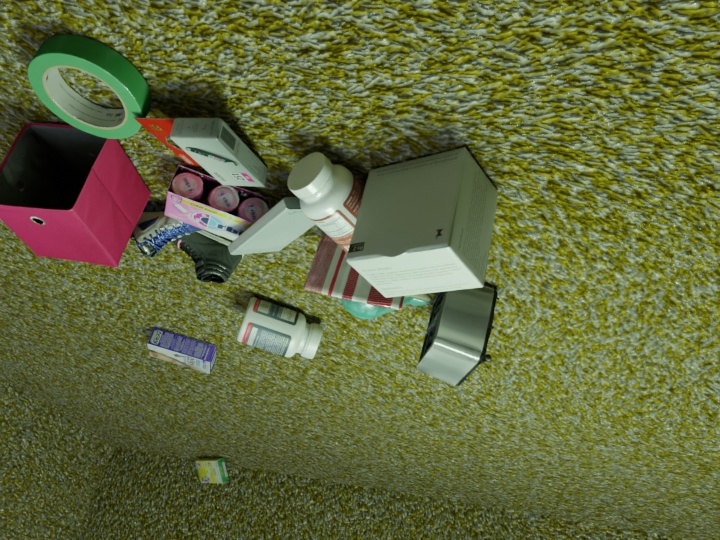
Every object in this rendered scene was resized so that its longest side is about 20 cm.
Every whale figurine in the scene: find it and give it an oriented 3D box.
[{"bbox_3d":[0.047,0.055,1.514,0.200,0.104,0.159,10,-164,-27],"label":"whale figurine"}]

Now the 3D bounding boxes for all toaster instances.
[{"bbox_3d":[0.210,0.129,1.516,0.118,0.181,0.200,18,151,-2],"label":"toaster"}]

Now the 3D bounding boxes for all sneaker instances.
[{"bbox_3d":[-0.417,-0.082,1.521,0.199,0.115,0.081,2,149,22],"label":"sneaker"},{"bbox_3d":[-0.370,-0.036,1.594,0.200,0.099,0.071,20,152,-6],"label":"sneaker"}]

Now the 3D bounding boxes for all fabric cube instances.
[{"bbox_3d":[-0.568,-0.146,1.397,0.196,0.200,0.200,7,150,12],"label":"fabric cube"}]

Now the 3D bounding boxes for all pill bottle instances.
[{"bbox_3d":[-0.204,0.154,1.816,0.200,0.120,0.120,20,150,-6],"label":"pill bottle"},{"bbox_3d":[-0.037,-0.119,1.284,0.112,0.112,0.200,-10,141,37],"label":"pill bottle"}]

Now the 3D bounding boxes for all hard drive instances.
[{"bbox_3d":[-0.152,-0.086,1.384,0.132,0.027,0.200,-7,161,-45],"label":"hard drive"}]

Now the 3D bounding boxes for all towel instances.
[{"bbox_3d":[0.000,0.000,1.434,0.199,0.144,0.023,12,146,6],"label":"towel"}]

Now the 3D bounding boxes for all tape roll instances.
[{"bbox_3d":[-0.464,-0.312,1.223,0.200,0.048,0.201,11,150,7],"label":"tape roll"}]

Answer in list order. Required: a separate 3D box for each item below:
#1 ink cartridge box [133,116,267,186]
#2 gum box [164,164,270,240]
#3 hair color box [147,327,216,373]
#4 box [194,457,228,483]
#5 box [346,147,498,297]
[{"bbox_3d":[-0.283,-0.209,1.266,0.173,0.044,0.200,4,164,18],"label":"ink cartridge box"},{"bbox_3d":[-0.284,-0.125,1.423,0.200,0.066,0.114,20,156,-11],"label":"gum box"},{"bbox_3d":[-0.551,0.250,2.198,0.200,0.065,0.109,18,151,-2],"label":"hair color box"},{"bbox_3d":[-0.729,0.972,3.452,0.200,0.118,0.048,-13,-179,38],"label":"box"},{"bbox_3d":[0.107,-0.076,1.201,0.199,0.200,0.131,-7,145,35],"label":"box"}]
